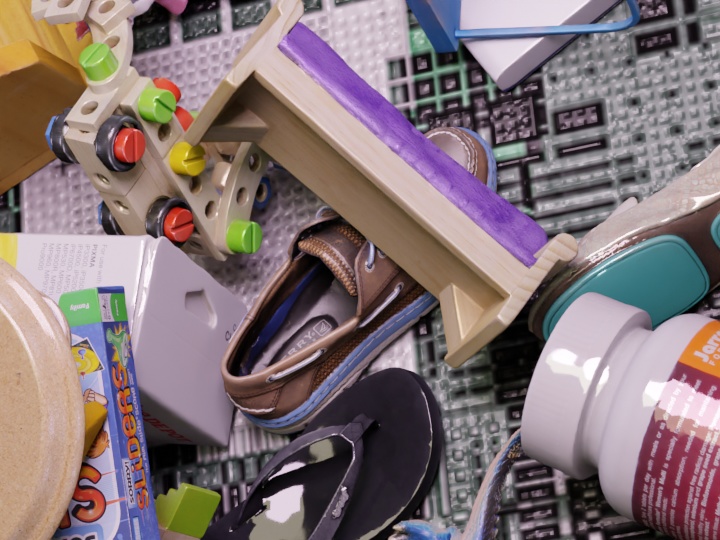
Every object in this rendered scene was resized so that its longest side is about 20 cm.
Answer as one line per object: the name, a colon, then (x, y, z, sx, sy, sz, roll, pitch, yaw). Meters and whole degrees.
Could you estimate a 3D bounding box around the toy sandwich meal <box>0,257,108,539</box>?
toy sandwich meal: (-0.217, 0.079, 1.339, 0.204, 0.070, 0.207, 0, 90, 18)

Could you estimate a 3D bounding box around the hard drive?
hard drive: (0.075, -0.214, 1.542, 0.132, 0.025, 0.200, -38, 63, 3)

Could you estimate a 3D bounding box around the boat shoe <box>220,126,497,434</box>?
boat shoe: (0.000, 0.000, 1.467, 0.072, 0.072, 0.200, 34, 85, 27)

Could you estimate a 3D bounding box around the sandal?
sandal: (-0.035, 0.132, 1.450, 0.200, 0.043, 0.076, -44, 63, 1)

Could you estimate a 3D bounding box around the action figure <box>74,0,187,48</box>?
action figure: (-0.129, -0.215, 1.547, 0.148, 0.134, 0.201, 18, 66, 14)

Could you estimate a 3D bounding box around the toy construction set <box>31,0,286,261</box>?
toy construction set: (-0.104, -0.083, 1.459, 0.092, 0.200, 0.131, -1, 47, 47)

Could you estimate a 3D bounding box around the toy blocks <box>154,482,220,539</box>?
toy blocks: (-0.170, 0.175, 1.459, 0.137, 0.100, 0.201, 34, 101, 48)

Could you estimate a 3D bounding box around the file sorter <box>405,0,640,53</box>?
file sorter: (0.088, -0.238, 1.457, 0.122, 0.139, 0.201, -1, 71, 15)

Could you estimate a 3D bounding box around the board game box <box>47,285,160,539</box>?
board game box: (-0.205, 0.090, 1.387, 0.199, 0.034, 0.136, -10, 87, 21)

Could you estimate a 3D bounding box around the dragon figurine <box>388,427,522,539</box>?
dragon figurine: (0.049, 0.181, 1.394, 0.200, 0.059, 0.099, -47, 63, 0)

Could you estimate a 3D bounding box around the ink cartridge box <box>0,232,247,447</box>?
ink cartridge box: (-0.180, 0.037, 1.479, 0.199, 0.145, 0.084, 1, 73, 21)

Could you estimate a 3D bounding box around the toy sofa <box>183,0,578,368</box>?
toy sofa: (0.017, -0.054, 1.403, 0.200, 0.083, 0.098, 41, 63, -2)

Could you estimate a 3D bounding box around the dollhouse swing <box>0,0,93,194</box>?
dollhouse swing: (-0.257, -0.112, 1.545, 0.199, 0.176, 0.182, -33, 64, 8)

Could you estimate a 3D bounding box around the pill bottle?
pill bottle: (0.187, 0.087, 1.344, 0.199, 0.110, 0.110, 22, 80, 22)

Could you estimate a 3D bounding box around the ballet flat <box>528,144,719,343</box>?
ballet flat: (0.173, -0.023, 1.430, 0.199, 0.068, 0.062, -30, 36, 4)
